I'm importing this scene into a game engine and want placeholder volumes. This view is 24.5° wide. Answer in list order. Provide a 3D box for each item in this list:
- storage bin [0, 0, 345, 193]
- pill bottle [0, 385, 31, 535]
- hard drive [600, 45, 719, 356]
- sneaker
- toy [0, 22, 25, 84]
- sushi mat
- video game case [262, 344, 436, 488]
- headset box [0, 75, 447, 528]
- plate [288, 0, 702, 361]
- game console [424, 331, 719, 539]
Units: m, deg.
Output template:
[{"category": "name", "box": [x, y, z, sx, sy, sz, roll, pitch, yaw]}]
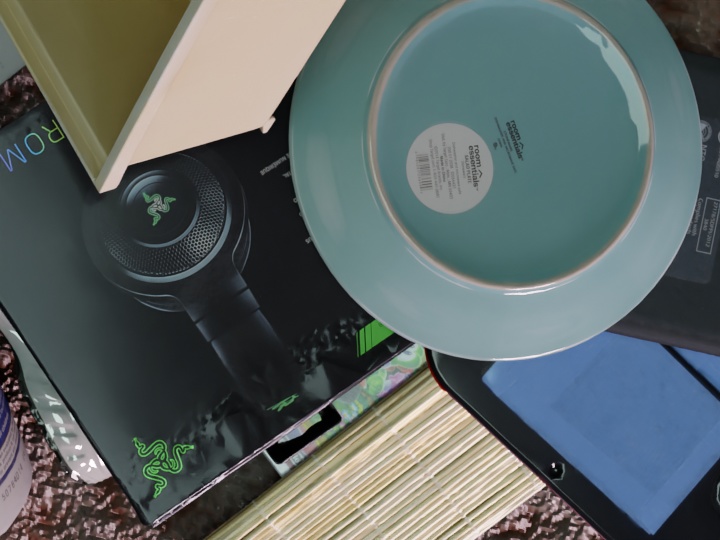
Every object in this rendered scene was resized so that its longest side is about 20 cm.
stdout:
[{"category": "storage bin", "box": [-0.080, -0.176, 0.649, 0.199, 0.093, 0.200, 57, 140, 16]}, {"category": "pill bottle", "box": [-0.240, 0.043, 0.807, 0.110, 0.111, 0.201, -9, 123, 6]}, {"category": "hard drive", "box": [0.169, -0.031, 0.804, 0.199, 0.033, 0.140, 12, 88, -6]}, {"category": "sneaker", "box": [-0.159, 0.008, 0.855, 0.079, 0.074, 0.201, -29, 99, -6]}, {"category": "toy", "box": [-0.223, -0.119, 0.818, 0.199, 0.047, 0.116, -30, 87, 32]}, {"category": "sushi mat", "box": [0.003, 0.132, 0.875, 0.200, 0.012, 0.096, -39, 108, 10]}, {"category": "video game case", "box": [0.000, 0.000, 0.859, 0.200, 0.018, 0.143, -37, 94, 9]}, {"category": "headset box", "box": [-0.080, -0.001, 0.786, 0.174, 0.093, 0.201, -33, 95, -10]}, {"category": "plate", "box": [0.067, -0.059, 0.756, 0.199, 0.026, 0.202, 0, 89, -12]}, {"category": "game console", "box": [0.149, 0.039, 0.830, 0.200, 0.031, 0.177, 43, 91, -6]}]
